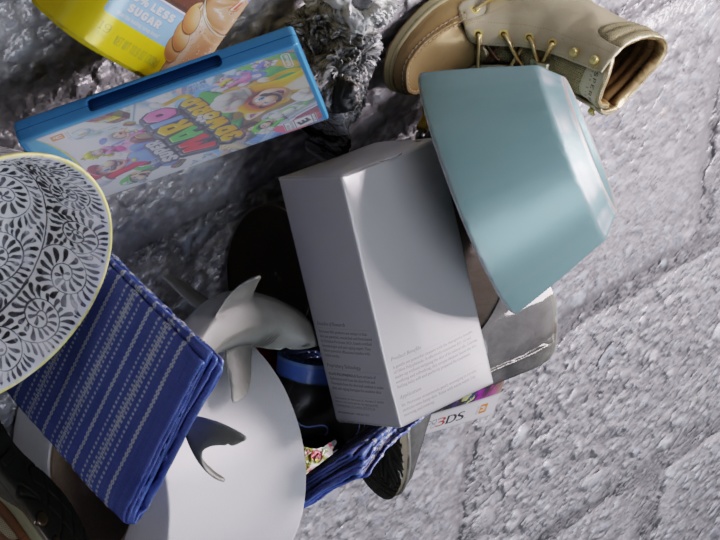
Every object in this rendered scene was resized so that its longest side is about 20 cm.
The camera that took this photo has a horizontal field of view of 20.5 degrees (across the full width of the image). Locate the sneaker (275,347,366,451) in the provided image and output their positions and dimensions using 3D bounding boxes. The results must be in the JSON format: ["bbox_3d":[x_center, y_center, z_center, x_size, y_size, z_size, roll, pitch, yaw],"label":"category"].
[{"bbox_3d":[-0.018,0.108,1.653,0.200,0.070,0.078,4,102,-58],"label":"sneaker"}]

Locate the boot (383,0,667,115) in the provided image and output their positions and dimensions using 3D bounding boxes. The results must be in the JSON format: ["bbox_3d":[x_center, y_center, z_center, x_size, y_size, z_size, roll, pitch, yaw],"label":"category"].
[{"bbox_3d":[0.134,-0.173,1.616,0.200,0.155,0.073,-28,140,-29],"label":"boot"}]

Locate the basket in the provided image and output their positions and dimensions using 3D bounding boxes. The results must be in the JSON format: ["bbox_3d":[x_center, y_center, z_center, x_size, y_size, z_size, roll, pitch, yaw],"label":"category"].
[{"bbox_3d":[0.000,0.000,1.649,0.200,0.136,0.181,-3,139,-41],"label":"basket"}]

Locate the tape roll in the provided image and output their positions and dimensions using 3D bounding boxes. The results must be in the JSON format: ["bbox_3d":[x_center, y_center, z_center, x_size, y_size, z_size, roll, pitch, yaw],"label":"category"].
[{"bbox_3d":[-0.158,0.153,1.546,0.139,0.203,0.203,-9,128,-44],"label":"tape roll"}]

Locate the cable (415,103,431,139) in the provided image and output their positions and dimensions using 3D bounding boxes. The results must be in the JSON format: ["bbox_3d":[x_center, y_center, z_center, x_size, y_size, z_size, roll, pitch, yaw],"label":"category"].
[{"bbox_3d":[0.053,-0.088,1.638,0.200,0.097,0.050,-41,-170,-33],"label":"cable"}]

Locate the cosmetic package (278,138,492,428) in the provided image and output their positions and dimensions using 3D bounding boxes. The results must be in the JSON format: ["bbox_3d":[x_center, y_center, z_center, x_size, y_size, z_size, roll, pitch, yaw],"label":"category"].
[{"bbox_3d":[0.021,0.008,1.527,0.107,0.085,0.201,-20,103,-37],"label":"cosmetic package"}]

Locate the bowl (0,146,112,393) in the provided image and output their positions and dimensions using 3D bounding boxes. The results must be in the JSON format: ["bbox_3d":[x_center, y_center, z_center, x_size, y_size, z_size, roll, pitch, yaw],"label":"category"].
[{"bbox_3d":[-0.277,-0.014,1.353,0.200,0.094,0.201,-30,141,-28],"label":"bowl"}]

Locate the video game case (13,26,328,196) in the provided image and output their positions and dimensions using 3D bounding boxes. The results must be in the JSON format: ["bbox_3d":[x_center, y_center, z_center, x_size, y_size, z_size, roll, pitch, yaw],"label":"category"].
[{"bbox_3d":[-0.128,-0.105,1.392,0.199,0.018,0.143,-19,163,2],"label":"video game case"}]

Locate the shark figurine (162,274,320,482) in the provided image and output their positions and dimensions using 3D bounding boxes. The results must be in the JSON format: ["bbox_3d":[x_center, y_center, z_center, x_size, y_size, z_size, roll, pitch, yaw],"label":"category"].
[{"bbox_3d":[-0.098,0.048,1.449,0.090,0.128,0.215,-47,-175,32],"label":"shark figurine"}]

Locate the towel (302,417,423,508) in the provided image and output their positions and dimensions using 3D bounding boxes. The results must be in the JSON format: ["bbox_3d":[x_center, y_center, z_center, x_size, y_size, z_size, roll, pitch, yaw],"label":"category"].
[{"bbox_3d":[0.009,0.142,1.612,0.145,0.024,0.200,-36,178,40],"label":"towel"}]

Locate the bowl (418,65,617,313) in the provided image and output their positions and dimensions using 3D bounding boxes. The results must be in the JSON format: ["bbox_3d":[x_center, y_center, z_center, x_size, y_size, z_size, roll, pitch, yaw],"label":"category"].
[{"bbox_3d":[0.129,-0.078,1.530,0.105,0.201,0.201,-21,146,11],"label":"bowl"}]

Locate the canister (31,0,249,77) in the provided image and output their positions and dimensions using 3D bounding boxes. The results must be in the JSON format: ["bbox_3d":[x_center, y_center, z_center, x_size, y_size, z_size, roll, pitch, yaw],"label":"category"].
[{"bbox_3d":[-0.116,-0.231,1.345,0.200,0.087,0.148,-54,146,7],"label":"canister"}]

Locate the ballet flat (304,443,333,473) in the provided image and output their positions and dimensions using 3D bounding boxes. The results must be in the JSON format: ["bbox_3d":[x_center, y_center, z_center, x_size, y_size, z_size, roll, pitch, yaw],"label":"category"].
[{"bbox_3d":[-0.108,0.208,1.785,0.200,0.076,0.064,-46,114,-14],"label":"ballet flat"}]

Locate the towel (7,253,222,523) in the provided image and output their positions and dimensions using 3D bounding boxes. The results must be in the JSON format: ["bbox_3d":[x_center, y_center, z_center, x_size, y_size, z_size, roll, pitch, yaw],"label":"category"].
[{"bbox_3d":[-0.185,0.068,1.426,0.024,0.200,0.145,9,115,-48],"label":"towel"}]

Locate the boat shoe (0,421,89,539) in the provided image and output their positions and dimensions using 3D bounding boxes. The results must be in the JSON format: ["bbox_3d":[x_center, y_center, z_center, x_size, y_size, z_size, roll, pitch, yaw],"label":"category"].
[{"bbox_3d":[-0.273,0.175,1.478,0.074,0.200,0.076,-36,-179,13],"label":"boat shoe"}]

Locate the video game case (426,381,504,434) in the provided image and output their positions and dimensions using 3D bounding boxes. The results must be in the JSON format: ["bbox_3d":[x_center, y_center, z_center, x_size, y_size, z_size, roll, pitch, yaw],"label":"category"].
[{"bbox_3d":[0.082,0.067,1.882,0.181,0.036,0.201,-12,130,-42],"label":"video game case"}]

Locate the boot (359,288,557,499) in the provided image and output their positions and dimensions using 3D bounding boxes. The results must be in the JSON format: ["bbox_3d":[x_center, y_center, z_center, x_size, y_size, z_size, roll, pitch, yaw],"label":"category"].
[{"bbox_3d":[0.091,0.107,1.847,0.200,0.073,0.182,-26,140,-38],"label":"boot"}]

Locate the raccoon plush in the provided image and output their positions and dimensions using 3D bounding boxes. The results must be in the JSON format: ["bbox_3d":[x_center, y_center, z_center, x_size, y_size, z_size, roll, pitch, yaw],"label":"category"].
[{"bbox_3d":[-0.019,-0.176,1.540,0.134,0.097,0.200,-60,178,-12],"label":"raccoon plush"}]

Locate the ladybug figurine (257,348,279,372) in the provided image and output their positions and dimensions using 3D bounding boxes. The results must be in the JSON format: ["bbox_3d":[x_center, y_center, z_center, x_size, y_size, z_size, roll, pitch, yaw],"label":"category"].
[{"bbox_3d":[-0.083,0.098,1.692,0.200,0.072,0.136,18,107,-53],"label":"ladybug figurine"}]
